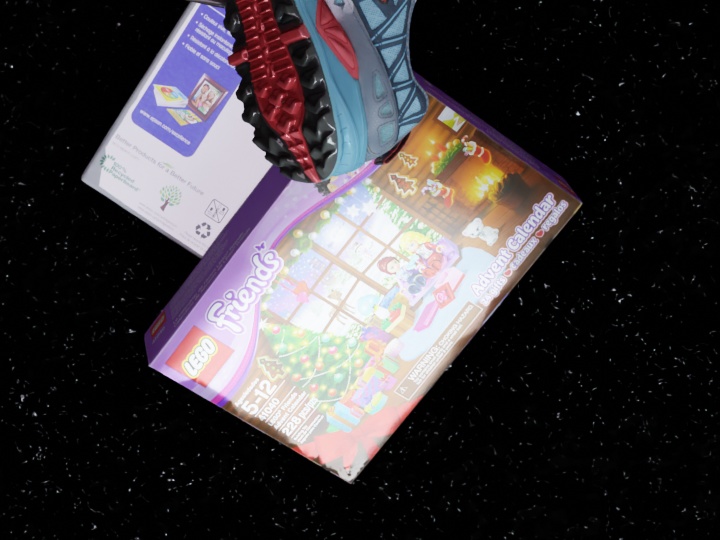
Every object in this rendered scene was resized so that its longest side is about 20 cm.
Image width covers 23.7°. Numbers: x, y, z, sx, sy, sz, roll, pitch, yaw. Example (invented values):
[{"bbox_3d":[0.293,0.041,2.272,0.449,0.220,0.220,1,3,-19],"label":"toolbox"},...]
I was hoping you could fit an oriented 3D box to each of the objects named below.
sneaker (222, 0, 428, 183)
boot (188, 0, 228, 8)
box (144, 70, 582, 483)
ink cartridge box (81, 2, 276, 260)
[{"bbox_3d":[-0.018,-0.145,0.792,0.079,0.095,0.201,1,103,48],"label":"sneaker"},{"bbox_3d":[-0.090,-0.242,0.825,0.186,0.064,0.201,28,102,17],"label":"boot"},{"bbox_3d":[0.000,0.000,0.892,0.137,0.039,0.200,32,104,-23],"label":"box"},{"bbox_3d":[-0.051,-0.104,0.889,0.099,0.039,0.200,34,105,-5],"label":"ink cartridge box"}]
